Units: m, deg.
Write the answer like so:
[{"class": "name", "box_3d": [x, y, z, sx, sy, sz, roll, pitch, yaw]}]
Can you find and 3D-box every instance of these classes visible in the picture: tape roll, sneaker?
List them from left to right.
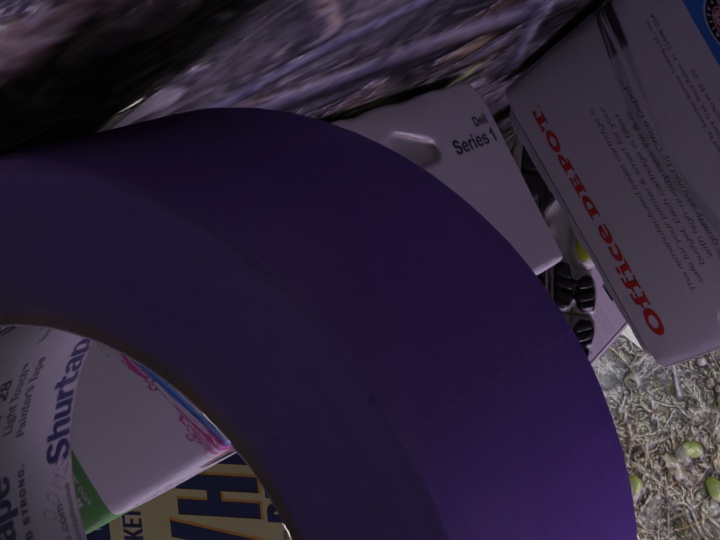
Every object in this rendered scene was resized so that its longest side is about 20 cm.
[{"class": "tape roll", "box_3d": [-0.042, 0.067, 0.386, 0.199, 0.201, 0.085, -31, 175, 32]}, {"class": "sneaker", "box_3d": [0.091, 0.000, 0.886, 0.085, 0.076, 0.202, 161, -49, -83]}]

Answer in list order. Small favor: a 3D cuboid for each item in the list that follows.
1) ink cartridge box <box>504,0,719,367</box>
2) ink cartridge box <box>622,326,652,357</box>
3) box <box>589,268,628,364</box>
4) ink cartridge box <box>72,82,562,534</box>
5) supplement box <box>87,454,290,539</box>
[{"class": "ink cartridge box", "box_3d": [0.159, -0.058, 0.668, 0.085, 0.147, 0.200, -29, 177, -21]}, {"class": "ink cartridge box", "box_3d": [0.258, -0.039, 1.411, 0.174, 0.084, 0.200, -29, -143, -14]}, {"class": "box", "box_3d": [0.130, -0.016, 0.997, 0.200, 0.060, 0.116, -45, -153, -18]}, {"class": "ink cartridge box", "box_3d": [-0.040, 0.018, 0.661, 0.199, 0.085, 0.144, -33, 175, 38]}, {"class": "supplement box", "box_3d": [-0.058, 0.113, 0.954, 0.198, 0.136, 0.200, -7, 176, -1]}]
